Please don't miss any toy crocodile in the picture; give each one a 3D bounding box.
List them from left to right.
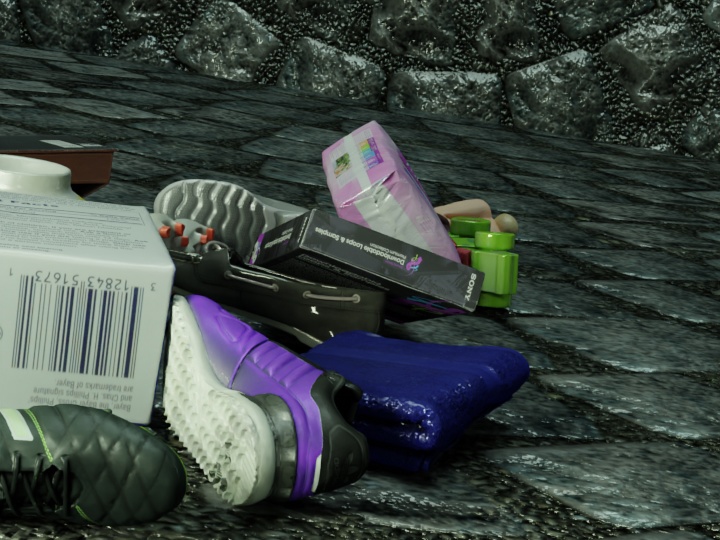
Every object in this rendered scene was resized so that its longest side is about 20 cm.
[{"bbox_3d":[0.101,-0.009,1.664,0.061,0.068,0.200,2,10,-14],"label":"toy crocodile"}]

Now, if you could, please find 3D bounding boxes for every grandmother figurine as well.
[{"bbox_3d":[0.073,-0.046,1.867,0.120,0.061,0.199,6,4,37],"label":"grandmother figurine"}]

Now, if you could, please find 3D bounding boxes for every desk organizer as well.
[{"bbox_3d":[-0.320,-0.080,1.656,0.071,0.078,0.199,16,12,32],"label":"desk organizer"}]

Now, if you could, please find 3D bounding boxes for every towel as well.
[{"bbox_3d":[0.016,0.083,1.174,0.146,0.050,0.200,5,9,21],"label":"towel"}]

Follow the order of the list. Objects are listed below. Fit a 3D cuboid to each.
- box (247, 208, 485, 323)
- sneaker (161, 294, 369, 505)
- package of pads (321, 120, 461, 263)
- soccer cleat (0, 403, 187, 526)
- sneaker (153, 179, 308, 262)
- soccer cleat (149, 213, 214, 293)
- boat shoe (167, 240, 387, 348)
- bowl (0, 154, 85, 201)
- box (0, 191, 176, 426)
[{"bbox_3d":[0.000,0.000,1.397,0.142,0.036,0.200,20,-8,-13],"label":"box"},{"bbox_3d":[-0.053,0.076,1.052,0.098,0.070,0.200,-1,25,-23],"label":"sneaker"},{"bbox_3d":[0.026,-0.052,1.637,0.075,0.121,0.200,-31,18,4],"label":"package of pads"},{"bbox_3d":[-0.185,0.099,0.890,0.198,0.068,0.081,10,28,11],"label":"soccer cleat"},{"bbox_3d":[-0.106,-0.035,1.654,0.198,0.076,0.082,16,-1,-32],"label":"sneaker"},{"bbox_3d":[-0.175,-0.014,1.480,0.077,0.070,0.200,5,3,7],"label":"soccer cleat"},{"bbox_3d":[-0.073,0.010,1.356,0.198,0.058,0.067,22,7,6],"label":"boat shoe"},{"bbox_3d":[-0.260,-0.026,1.341,0.198,0.109,0.200,9,10,-2],"label":"bowl"},{"bbox_3d":[-0.223,0.016,1.150,0.182,0.106,0.200,6,11,-13],"label":"box"}]
